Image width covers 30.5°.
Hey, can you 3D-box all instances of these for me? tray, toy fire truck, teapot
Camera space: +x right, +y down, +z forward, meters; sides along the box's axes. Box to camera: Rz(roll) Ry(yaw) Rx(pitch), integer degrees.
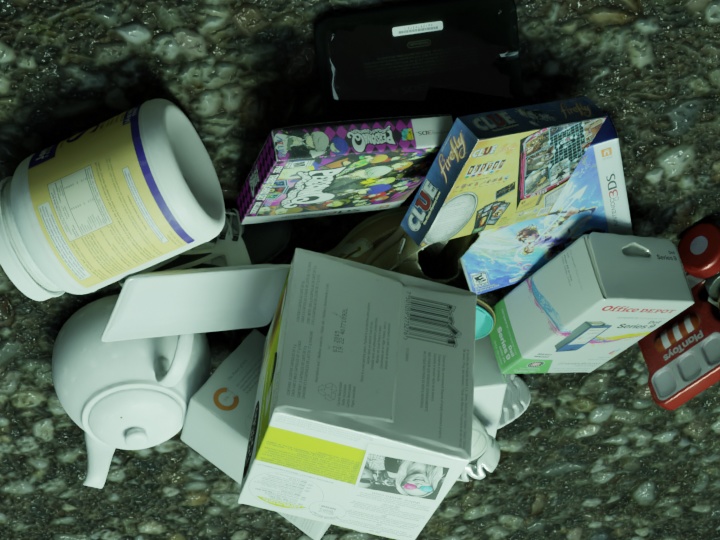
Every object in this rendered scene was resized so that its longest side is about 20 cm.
[{"bbox_3d":[-0.166,0.027,1.365,0.198,0.022,0.108,-4,143,-33],"label":"tray"},{"bbox_3d":[0.412,0.053,1.560,0.199,0.169,0.112,-37,134,25],"label":"toy fire truck"},{"bbox_3d":[-0.255,0.131,1.494,0.195,0.147,0.201,-16,138,3],"label":"teapot"}]

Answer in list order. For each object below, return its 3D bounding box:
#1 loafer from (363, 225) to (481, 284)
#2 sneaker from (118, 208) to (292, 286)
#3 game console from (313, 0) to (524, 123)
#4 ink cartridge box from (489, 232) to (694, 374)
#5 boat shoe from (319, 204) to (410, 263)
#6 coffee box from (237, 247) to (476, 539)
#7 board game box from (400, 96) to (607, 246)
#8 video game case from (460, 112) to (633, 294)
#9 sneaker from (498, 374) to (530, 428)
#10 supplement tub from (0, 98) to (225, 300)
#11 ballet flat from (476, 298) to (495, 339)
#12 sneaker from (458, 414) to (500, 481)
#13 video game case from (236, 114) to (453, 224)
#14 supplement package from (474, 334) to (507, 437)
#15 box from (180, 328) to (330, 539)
[{"bbox_3d":[0.059,-0.006,1.400,0.075,0.068,0.201,10,127,-34],"label":"loafer"},{"bbox_3d":[-0.171,-0.037,1.385,0.197,0.075,0.089,-14,140,0],"label":"sneaker"},{"bbox_3d":[0.054,-0.185,1.323,0.197,0.117,0.178,-9,108,-5],"label":"game console"},{"bbox_3d":[0.260,0.042,1.521,0.144,0.088,0.200,2,150,-33],"label":"ink cartridge box"},{"bbox_3d":[0.000,0.000,1.474,0.199,0.067,0.074,-32,135,20],"label":"boat shoe"},{"bbox_3d":[-0.004,0.133,1.364,0.197,0.202,0.199,13,142,-8],"label":"coffee box"},{"bbox_3d":[0.143,-0.099,1.300,0.199,0.035,0.136,-14,143,-43],"label":"board game box"},{"bbox_3d":[0.197,-0.069,1.466,0.197,0.046,0.182,-17,137,5],"label":"video game case"},{"bbox_3d":[0.125,0.185,1.724,0.198,0.076,0.082,-20,174,0],"label":"sneaker"},{"bbox_3d":[-0.247,-0.065,1.283,0.198,0.147,0.146,-22,138,11],"label":"supplement tub"},{"bbox_3d":[0.058,0.045,1.543,0.197,0.063,0.070,3,112,-11],"label":"ballet flat"},{"bbox_3d":[0.062,0.223,1.558,0.198,0.076,0.081,-25,124,11],"label":"sneaker"},{"bbox_3d":[-0.020,-0.098,1.309,0.179,0.036,0.200,-7,167,-18],"label":"video game case"},{"bbox_3d":[0.063,0.138,1.600,0.197,0.121,0.122,-4,137,-9],"label":"supplement package"},{"bbox_3d":[-0.085,0.185,1.494,0.199,0.125,0.098,35,143,9],"label":"box"}]
